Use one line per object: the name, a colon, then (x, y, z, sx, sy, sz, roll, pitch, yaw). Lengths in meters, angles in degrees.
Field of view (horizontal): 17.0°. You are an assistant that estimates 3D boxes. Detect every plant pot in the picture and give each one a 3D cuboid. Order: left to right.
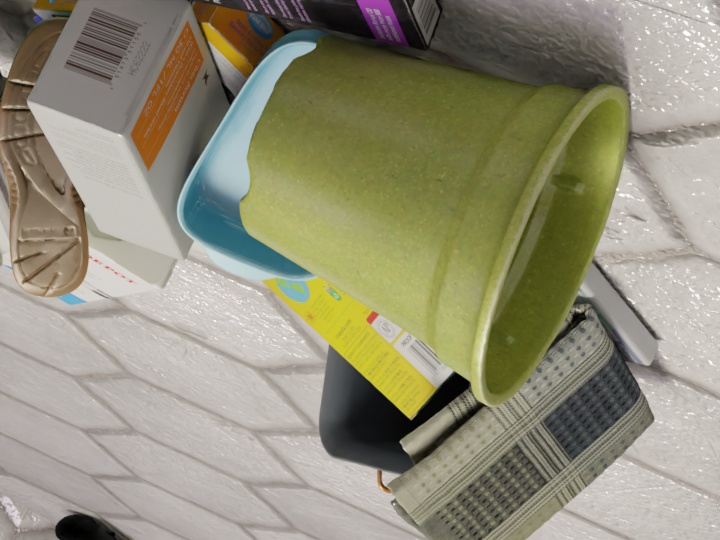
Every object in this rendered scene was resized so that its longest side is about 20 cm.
plant pot: (0.036, -0.048, 1.427, 0.183, 0.201, 0.201, 24, 163, 17)

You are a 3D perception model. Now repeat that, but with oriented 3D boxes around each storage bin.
storage bin: (0.078, 0.108, 1.877, 0.133, 0.147, 0.199, 9, 179, -32)

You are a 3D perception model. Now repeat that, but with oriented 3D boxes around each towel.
towel: (0.116, 0.128, 1.767, 0.035, 0.200, 0.193, 47, 177, 34)

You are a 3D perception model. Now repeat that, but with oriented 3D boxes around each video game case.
video game case: (0.101, 0.001, 1.754, 0.181, 0.023, 0.200, 12, 158, 38)

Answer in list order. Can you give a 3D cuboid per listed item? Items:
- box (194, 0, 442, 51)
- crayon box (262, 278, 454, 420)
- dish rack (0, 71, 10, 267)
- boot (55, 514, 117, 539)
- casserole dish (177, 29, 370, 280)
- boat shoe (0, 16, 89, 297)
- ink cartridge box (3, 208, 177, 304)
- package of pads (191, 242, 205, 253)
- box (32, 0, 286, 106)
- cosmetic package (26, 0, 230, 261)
box: (-0.062, -0.189, 1.381, 0.198, 0.036, 0.143, 15, 163, 19)
crayon box: (0.000, 0.000, 1.727, 0.200, 0.051, 0.127, 43, 144, 2)
dish rack: (-0.272, -0.118, 1.724, 0.043, 0.173, 0.201, -14, 146, -1)
boot: (-0.382, 0.426, 3.563, 0.164, 0.066, 0.200, -3, 151, 41)
casserole dish: (-0.038, -0.078, 1.552, 0.120, 0.039, 0.201, 23, 124, -17)
boat shoe: (-0.209, -0.085, 1.639, 0.071, 0.202, 0.072, -1, -152, -7)
ink cartridge box: (-0.244, -0.045, 1.997, 0.146, 0.086, 0.200, 33, 160, -23)
package of pads: (-0.163, -0.078, 1.776, 0.154, 0.069, 0.200, 25, 175, 3)
box: (-0.128, -0.152, 1.611, 0.199, 0.042, 0.119, 13, 158, 43)
cosmetic package: (-0.142, -0.096, 1.558, 0.071, 0.102, 0.200, 20, 163, 15)
